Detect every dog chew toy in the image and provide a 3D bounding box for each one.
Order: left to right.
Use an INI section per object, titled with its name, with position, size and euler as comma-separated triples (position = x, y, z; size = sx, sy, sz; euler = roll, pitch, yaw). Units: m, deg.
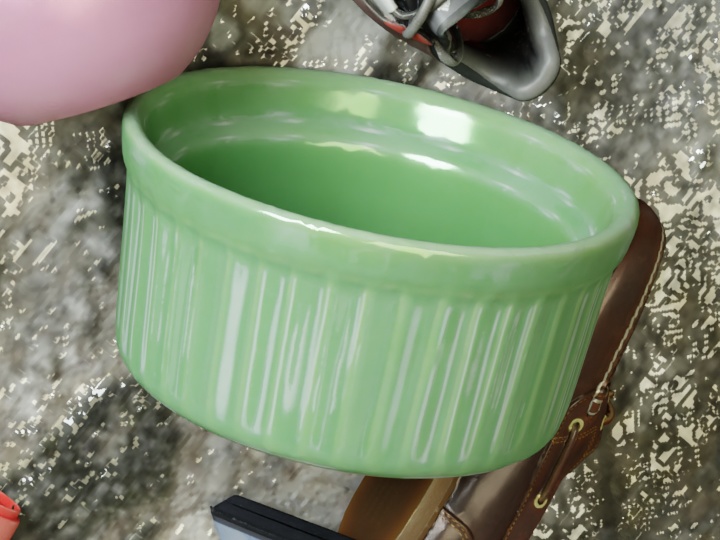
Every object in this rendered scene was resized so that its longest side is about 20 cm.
[dog chew toy]
position = -0.126, -0.159, 1.013
size = 0.124, 0.125, 0.201
euler = -19, 102, -12

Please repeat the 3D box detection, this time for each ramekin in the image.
[ramekin]
position = 0.000, 0.000, 1.055
size = 0.199, 0.200, 0.098
euler = 5, 111, -18

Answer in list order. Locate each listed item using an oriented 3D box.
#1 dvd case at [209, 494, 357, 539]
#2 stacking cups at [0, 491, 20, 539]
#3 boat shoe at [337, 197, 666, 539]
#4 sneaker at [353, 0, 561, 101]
[dvd case]
position = 0.009, 0.195, 1.137
size = 0.017, 0.142, 0.201
euler = -28, 112, -27
[stacking cups]
position = -0.200, 0.175, 1.109
size = 0.060, 0.060, 0.201
euler = 33, 93, -22
[boat shoe]
position = 0.069, 0.056, 1.159
size = 0.070, 0.070, 0.200
euler = 30, 101, -26
[sneaker]
position = 0.017, -0.130, 1.053
size = 0.077, 0.082, 0.200
euler = -46, 132, 15
